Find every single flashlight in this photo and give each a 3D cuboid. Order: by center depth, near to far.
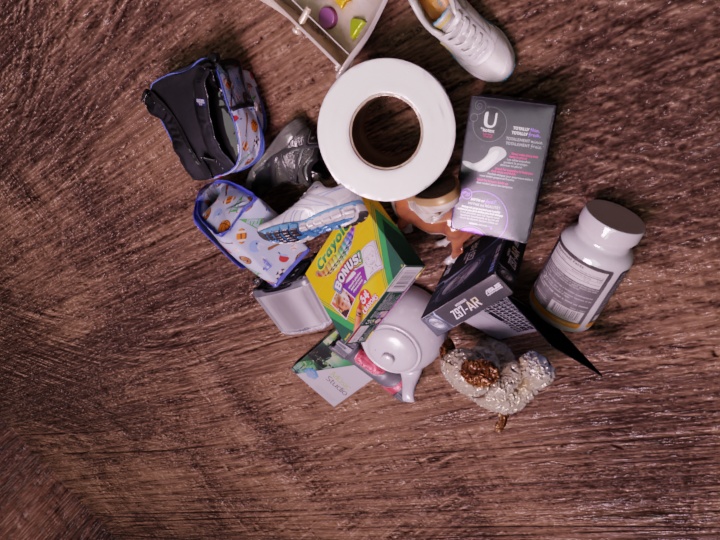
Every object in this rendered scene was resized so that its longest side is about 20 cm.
[{"bbox_3d":[0.031,0.202,1.206,0.200,0.068,0.068,39,172,-8],"label":"flashlight"}]

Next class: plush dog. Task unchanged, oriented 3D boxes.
[{"bbox_3d":[0.222,0.194,1.023,0.172,0.161,0.200,27,175,-19],"label":"plush dog"}]

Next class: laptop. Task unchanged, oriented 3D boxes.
[{"bbox_3d":[0.276,0.121,0.970,0.200,0.116,0.187,-21,144,40],"label":"laptop"}]

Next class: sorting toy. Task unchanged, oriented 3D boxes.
[{"bbox_3d":[-0.031,-0.417,0.831,0.200,0.107,0.180,46,117,5],"label":"sorting toy"}]

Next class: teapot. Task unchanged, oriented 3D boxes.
[{"bbox_3d":[0.072,0.129,1.112,0.200,0.146,0.198,31,129,4],"label":"teapot"}]

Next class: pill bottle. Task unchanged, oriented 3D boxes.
[{"bbox_3d":[0.363,-0.006,0.905,0.116,0.116,0.200,23,127,9],"label":"pill bottle"}]

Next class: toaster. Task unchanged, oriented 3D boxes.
[{"bbox_3d":[-0.130,0.056,1.180,0.200,0.114,0.129,-15,116,30],"label":"toaster"}]

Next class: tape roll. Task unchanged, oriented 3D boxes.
[{"bbox_3d":[0.045,-0.218,0.861,0.202,0.139,0.203,3,110,8],"label":"tape roll"}]

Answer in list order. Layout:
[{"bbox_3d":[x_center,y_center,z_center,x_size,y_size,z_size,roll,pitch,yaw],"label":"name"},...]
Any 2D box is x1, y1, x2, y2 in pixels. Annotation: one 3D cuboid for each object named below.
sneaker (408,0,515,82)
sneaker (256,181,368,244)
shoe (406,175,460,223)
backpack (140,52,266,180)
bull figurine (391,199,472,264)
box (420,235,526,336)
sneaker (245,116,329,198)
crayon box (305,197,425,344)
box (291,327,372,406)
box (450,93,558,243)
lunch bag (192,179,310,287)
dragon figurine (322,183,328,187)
[{"bbox_3d":[0.140,-0.344,0.804,0.200,0.081,0.077,43,127,-8],"label":"sneaker"},{"bbox_3d":[-0.086,-0.104,0.964,0.200,0.075,0.087,-15,74,13],"label":"sneaker"},{"bbox_3d":[0.115,-0.107,0.854,0.070,0.200,0.053,-31,103,0],"label":"shoe"},{"bbox_3d":[-0.260,-0.262,0.995,0.200,0.154,0.191,-6,101,37],"label":"backpack"},{"bbox_3d":[0.111,-0.097,0.995,0.200,0.065,0.122,28,136,12],"label":"bull figurine"},{"bbox_3d":[0.196,0.005,0.936,0.044,0.200,0.160,46,129,-8],"label":"box"},{"bbox_3d":[-0.135,-0.178,1.046,0.114,0.076,0.199,48,123,-1],"label":"sneaker"},{"bbox_3d":[0.000,0.000,0.994,0.200,0.058,0.173,-54,53,31],"label":"crayon box"},{"bbox_3d":[-0.055,0.225,1.307,0.144,0.036,0.200,42,127,-6],"label":"box"},{"bbox_3d":[0.218,-0.158,0.852,0.122,0.106,0.200,13,113,16],"label":"box"},{"bbox_3d":[-0.223,-0.079,1.081,0.200,0.124,0.170,36,170,49],"label":"lunch bag"},{"bbox_3d":[-0.101,-0.103,1.066,0.200,0.099,0.059,-30,105,37],"label":"dragon figurine"}]
